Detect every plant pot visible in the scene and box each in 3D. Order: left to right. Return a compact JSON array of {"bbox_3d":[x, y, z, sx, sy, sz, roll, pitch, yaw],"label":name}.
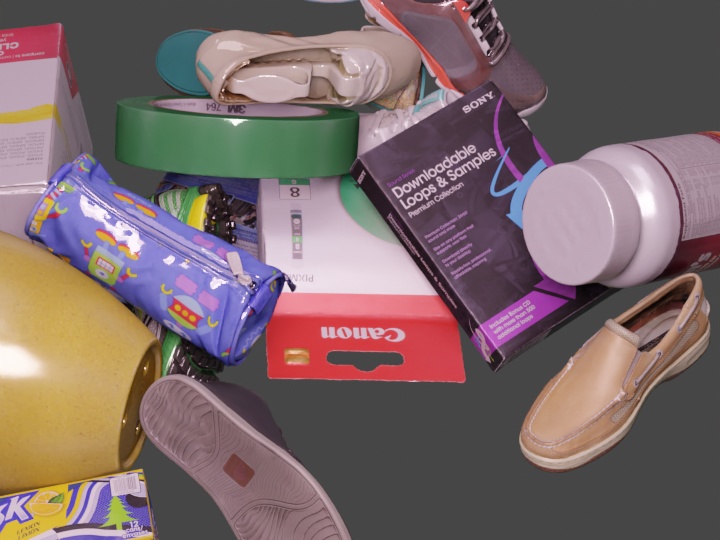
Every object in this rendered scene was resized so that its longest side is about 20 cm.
[{"bbox_3d":[-0.226,0.083,1.504,0.141,0.201,0.201,14,47,8],"label":"plant pot"}]

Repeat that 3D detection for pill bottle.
[{"bbox_3d":[0.222,-0.046,1.595,0.199,0.110,0.109,-11,38,-44],"label":"pill bottle"}]

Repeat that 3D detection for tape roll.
[{"bbox_3d":[-0.101,-0.110,1.689,0.199,0.049,0.200,4,10,-1],"label":"tape roll"}]

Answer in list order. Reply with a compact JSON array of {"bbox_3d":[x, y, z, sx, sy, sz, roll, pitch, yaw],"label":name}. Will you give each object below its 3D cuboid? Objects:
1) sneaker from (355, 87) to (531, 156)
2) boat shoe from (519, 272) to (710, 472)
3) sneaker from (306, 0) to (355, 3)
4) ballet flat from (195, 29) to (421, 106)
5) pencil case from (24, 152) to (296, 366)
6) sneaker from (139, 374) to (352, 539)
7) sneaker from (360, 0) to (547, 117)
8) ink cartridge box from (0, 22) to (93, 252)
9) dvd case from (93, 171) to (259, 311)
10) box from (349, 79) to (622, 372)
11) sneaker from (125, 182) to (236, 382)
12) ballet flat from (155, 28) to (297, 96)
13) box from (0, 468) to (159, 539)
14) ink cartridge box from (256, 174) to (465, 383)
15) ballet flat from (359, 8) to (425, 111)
[{"bbox_3d":[0.054,-0.119,1.747,0.198,0.089,0.076,10,48,15],"label":"sneaker"},{"bbox_3d":[0.190,0.068,1.556,0.071,0.076,0.200,29,55,29],"label":"boat shoe"},{"bbox_3d":[-0.056,-0.329,1.919,0.079,0.131,0.199,-36,42,-30],"label":"sneaker"},{"bbox_3d":[-0.037,-0.160,1.704,0.198,0.070,0.070,-3,43,-18],"label":"ballet flat"},{"bbox_3d":[-0.150,-0.010,1.527,0.199,0.087,0.078,31,55,6],"label":"pencil case"},{"bbox_3d":[-0.064,0.147,1.507,0.200,0.106,0.075,47,105,12],"label":"sneaker"},{"bbox_3d":[0.090,-0.210,1.787,0.199,0.082,0.077,36,48,-12],"label":"sneaker"},{"bbox_3d":[-0.276,-0.082,1.698,0.083,0.146,0.201,-5,45,1],"label":"ink cartridge box"},{"bbox_3d":[-0.123,-0.023,1.717,0.142,0.018,0.201,14,47,17],"label":"dvd case"},{"bbox_3d":[0.104,-0.039,1.641,0.143,0.036,0.200,-31,77,-24],"label":"box"},{"bbox_3d":[-0.150,0.029,1.617,0.085,0.078,0.201,-4,60,18],"label":"sneaker"},{"bbox_3d":[-0.100,-0.178,1.822,0.072,0.068,0.199,13,-7,-40],"label":"ballet flat"},{"bbox_3d":[-0.242,0.202,1.466,0.198,0.070,0.065,-10,47,-5],"label":"box"},{"bbox_3d":[0.000,0.000,1.647,0.160,0.050,0.201,1,42,-7],"label":"ink cartridge box"},{"bbox_3d":[0.032,-0.216,1.856,0.070,0.071,0.201,2,49,7],"label":"ballet flat"}]
